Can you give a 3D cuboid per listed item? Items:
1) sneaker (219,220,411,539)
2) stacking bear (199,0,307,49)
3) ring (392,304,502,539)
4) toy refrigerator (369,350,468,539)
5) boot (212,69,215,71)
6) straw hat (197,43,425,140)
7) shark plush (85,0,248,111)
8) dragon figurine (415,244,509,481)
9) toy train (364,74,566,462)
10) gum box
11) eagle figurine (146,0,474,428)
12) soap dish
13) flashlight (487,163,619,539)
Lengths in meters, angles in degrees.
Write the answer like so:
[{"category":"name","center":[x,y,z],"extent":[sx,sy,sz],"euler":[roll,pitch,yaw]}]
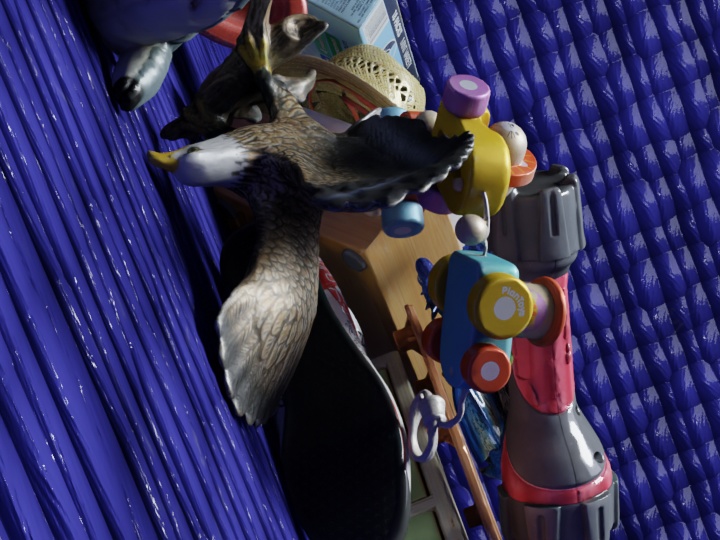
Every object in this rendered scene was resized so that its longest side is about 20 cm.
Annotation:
[{"category":"sneaker","center":[-0.013,0.076,1.055],"extent":[0.108,0.067,0.203],"euler":[61,5,-63]},{"category":"stacking bear","center":[-0.094,-0.197,1.172],"extent":[0.200,0.113,0.123],"euler":[-149,-106,-76]},{"category":"ring","center":[0.057,0.115,1.116],"extent":[0.200,0.019,0.202],"euler":[-20,90,-89]},{"category":"toy refrigerator","center":[0.017,0.140,1.110],"extent":[0.201,0.075,0.070],"euler":[-108,177,-49]},{"category":"boot","center":[-0.003,-0.070,1.381],"extent":[0.069,0.173,0.202],"euler":[-103,172,-80]},{"category":"straw hat","center":[-0.003,-0.097,1.284],"extent":[0.085,0.200,0.202],"euler":[-57,144,-30]},{"category":"shark plush","center":[-0.083,-0.128,0.950],"extent":[0.200,0.083,0.092],"euler":[15,54,-88]},{"category":"dragon figurine","center":[0.084,0.077,1.133],"extent":[0.099,0.058,0.201],"euler":[65,4,-73]},{"category":"toy train","center":[0.053,-0.011,0.995],"extent":[0.150,0.055,0.202],"euler":[120,-33,-56]},{"category":"gum box","center":[-0.061,-0.193,1.378],"extent":[0.199,0.045,0.170],"euler":[31,-10,16]},{"category":"eagle figurine","center":[-0.032,-0.036,0.955],"extent":[0.200,0.150,0.152],"euler":[56,-18,40]},{"category":"soap dish","center":[0.000,0.000,1.234],"extent":[0.157,0.081,0.201],"euler":[22,-30,36]},{"category":"flashlight","center":[0.100,0.048,1.055],"extent":[0.068,0.067,0.202],"euler":[-36,126,-57]}]
